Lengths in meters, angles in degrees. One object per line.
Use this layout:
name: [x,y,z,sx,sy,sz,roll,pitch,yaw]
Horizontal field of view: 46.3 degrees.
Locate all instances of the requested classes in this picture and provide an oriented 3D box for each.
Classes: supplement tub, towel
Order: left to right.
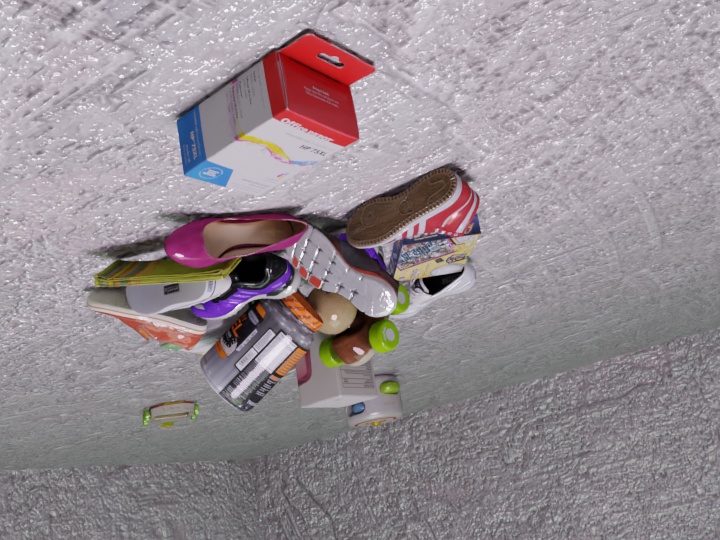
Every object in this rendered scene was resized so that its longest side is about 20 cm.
towel: [-0.275,-0.003,1.202,0.195,0.018,0.086,-3,-159,12]
supplement tub: [-0.162,0.125,1.406,0.200,0.123,0.122,-45,159,2]

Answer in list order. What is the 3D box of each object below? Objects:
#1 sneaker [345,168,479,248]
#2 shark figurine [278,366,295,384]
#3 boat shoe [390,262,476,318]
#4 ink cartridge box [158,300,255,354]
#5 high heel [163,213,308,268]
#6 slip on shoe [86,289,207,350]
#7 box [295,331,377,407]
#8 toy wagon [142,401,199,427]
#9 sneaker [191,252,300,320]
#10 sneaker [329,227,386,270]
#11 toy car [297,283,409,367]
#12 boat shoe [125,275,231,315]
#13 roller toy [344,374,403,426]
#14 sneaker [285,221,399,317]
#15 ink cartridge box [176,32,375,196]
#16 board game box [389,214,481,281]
sneaker: [0.081,-0.075,1.225,0.197,0.073,0.112,-24,155,30]
shark figurine: [-0.199,0.219,1.980,0.213,0.091,0.128,-19,-164,50]
boat shoe: [0.120,0.028,1.594,0.197,0.075,0.065,-27,154,16]
ink cartridge box: [-0.249,0.093,1.524,0.142,0.086,0.199,-20,160,26]
high heel: [-0.168,-0.050,1.154,0.198,0.069,0.095,-16,-179,-44]
slip on shoe: [-0.351,0.083,1.375,0.196,0.074,0.062,19,108,-19]
box: [-0.055,0.161,1.659,0.107,0.205,0.127,-20,161,34]
toy wagon: [-0.556,0.421,2.449,0.152,0.040,0.200,-4,162,-21]
sneaker: [-0.201,0.015,1.333,0.197,0.071,0.099,-19,151,21]
sneaker: [0.001,0.000,1.353,0.068,0.102,0.200,-16,159,18]
toy car: [-0.041,0.057,1.497,0.162,0.160,0.200,-21,128,41]
boat shoe: [-0.282,0.025,1.299,0.197,0.074,0.065,-14,170,36]
roller toy: [0.039,0.412,2.610,0.178,0.143,0.200,-10,163,-1]
sneaker: [-0.026,-0.009,1.256,0.077,0.199,0.082,-51,-179,31]
ink cartridge box: [-0.084,-0.155,0.876,0.198,0.069,0.115,-24,159,35]
board game box: [0.122,-0.034,1.438,0.132,0.035,0.200,-9,163,-6]
